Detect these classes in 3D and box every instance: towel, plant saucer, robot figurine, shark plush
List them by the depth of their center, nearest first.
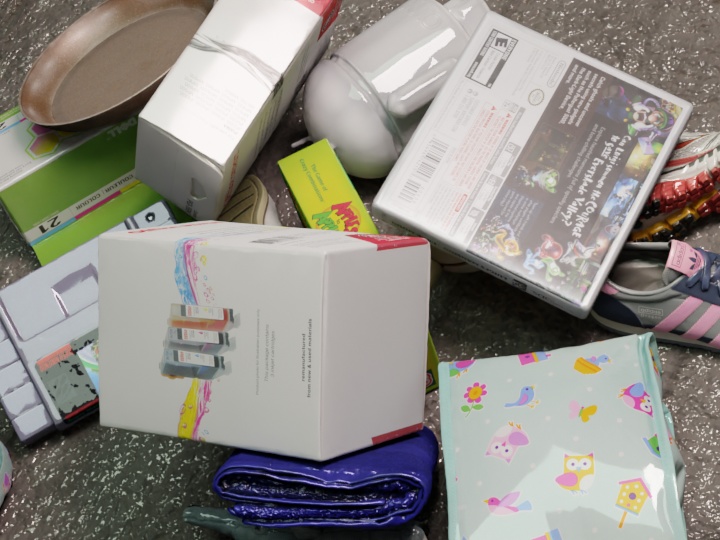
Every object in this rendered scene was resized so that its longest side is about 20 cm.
[{"bbox_3d":[-0.019,0.146,1.260,0.146,0.200,0.050,3,96,5],"label":"towel"},{"bbox_3d":[-0.034,0.187,1.291,0.199,0.083,0.091,20,67,30],"label":"shark plush"},{"bbox_3d":[0.032,-0.156,1.507,0.199,0.113,0.169,-36,11,-11],"label":"robot figurine"},{"bbox_3d":[-0.205,-0.184,1.532,0.199,0.032,0.201,-22,35,16],"label":"plant saucer"}]

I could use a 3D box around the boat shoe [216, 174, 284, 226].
[{"bbox_3d":[-0.085,-0.009,1.462,0.075,0.068,0.200,-36,29,11],"label":"boat shoe"}]

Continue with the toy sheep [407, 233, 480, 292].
[{"bbox_3d":[0.097,-0.064,1.412,0.137,0.138,0.201,23,70,30],"label":"toy sheep"}]

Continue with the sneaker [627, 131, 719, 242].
[{"bbox_3d":[0.269,-0.089,1.406,0.199,0.078,0.083,-22,50,0],"label":"sneaker"}]

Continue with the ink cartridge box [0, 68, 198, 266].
[{"bbox_3d":[-0.242,-0.081,1.542,0.147,0.076,0.200,-31,41,-6],"label":"ink cartridge box"}]

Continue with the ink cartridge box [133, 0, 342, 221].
[{"bbox_3d":[-0.101,-0.156,1.445,0.083,0.147,0.201,31,70,1],"label":"ink cartridge box"}]

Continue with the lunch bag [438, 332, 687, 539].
[{"bbox_3d":[0.145,0.158,1.236,0.169,0.122,0.201,-10,47,9],"label":"lunch bag"}]

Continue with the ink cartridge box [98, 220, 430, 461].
[{"bbox_3d":[-0.071,0.044,1.268,0.199,0.145,0.146,6,98,32],"label":"ink cartridge box"}]

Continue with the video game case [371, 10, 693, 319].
[{"bbox_3d":[0.132,-0.084,1.342,0.181,0.023,0.201,26,66,11],"label":"video game case"}]

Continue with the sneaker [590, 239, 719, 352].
[{"bbox_3d":[0.263,0.015,1.328,0.198,0.082,0.071,3,55,19],"label":"sneaker"}]

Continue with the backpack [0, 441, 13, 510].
[{"bbox_3d":[-0.380,0.160,1.395,0.198,0.127,0.168,-5,50,10],"label":"backpack"}]

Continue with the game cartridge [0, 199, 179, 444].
[{"bbox_3d":[-0.218,0.044,1.459,0.199,0.038,0.130,-30,73,-5],"label":"game cartridge"}]

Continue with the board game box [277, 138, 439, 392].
[{"bbox_3d":[0.000,0.000,1.409,0.047,0.102,0.201,-25,51,-4],"label":"board game box"}]
